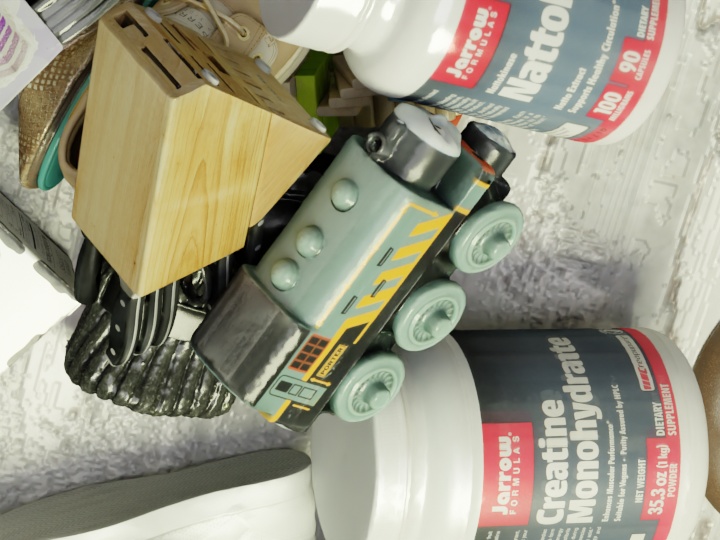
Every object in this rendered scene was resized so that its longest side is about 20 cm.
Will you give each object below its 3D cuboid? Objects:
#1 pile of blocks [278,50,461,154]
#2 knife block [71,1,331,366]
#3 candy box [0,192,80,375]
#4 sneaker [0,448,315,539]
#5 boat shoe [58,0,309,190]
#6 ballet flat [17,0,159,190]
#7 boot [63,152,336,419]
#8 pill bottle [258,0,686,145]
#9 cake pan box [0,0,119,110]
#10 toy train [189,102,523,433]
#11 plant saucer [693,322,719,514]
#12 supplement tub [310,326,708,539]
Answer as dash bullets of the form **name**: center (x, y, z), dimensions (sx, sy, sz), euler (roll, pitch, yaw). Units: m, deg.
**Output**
- **pile of blocks**: center (0.016, -0.092, 1.496), dimensions (0.200, 0.082, 0.062), euler (-9, 112, -9)
- **knife block**: center (-0.109, -0.033, 1.365), dimensions (0.176, 0.064, 0.200), euler (-48, 156, 11)
- **candy box**: center (-0.280, -0.003, 1.473), dimensions (0.168, 0.072, 0.200), euler (-43, 113, 6)
- **sneaker**: center (-0.119, 0.181, 1.577), dimensions (0.200, 0.074, 0.116), euler (-10, 109, -9)
- **boat shoe**: center (-0.085, -0.114, 1.424), dimensions (0.074, 0.069, 0.200), euler (38, 92, 16)
- **ballet flat**: center (-0.145, -0.139, 1.463), dimensions (0.065, 0.071, 0.200), euler (34, 99, 6)
- **boot**: center (-0.051, 0.011, 1.521), dimensions (0.211, 0.079, 0.158), euler (11, 103, -7)
- **pill bottle**: center (0.055, -0.141, 1.400), dimensions (0.200, 0.120, 0.120), euler (11, 108, -25)
- **cake pan box**: center (-0.170, -0.155, 1.340), dimensions (0.184, 0.200, 0.052), euler (-49, 116, -19)
- **toy train**: center (0.000, 0.000, 1.420), dimensions (0.200, 0.085, 0.114), euler (-52, 146, 14)
- **plant saucer**: center (0.297, 0.087, 1.654), dimensions (0.200, 0.032, 0.200), euler (-4, 112, -10)
- **supplement tub**: center (0.085, 0.103, 1.545), dimensions (0.200, 0.140, 0.140), euler (-1, 111, -18)
